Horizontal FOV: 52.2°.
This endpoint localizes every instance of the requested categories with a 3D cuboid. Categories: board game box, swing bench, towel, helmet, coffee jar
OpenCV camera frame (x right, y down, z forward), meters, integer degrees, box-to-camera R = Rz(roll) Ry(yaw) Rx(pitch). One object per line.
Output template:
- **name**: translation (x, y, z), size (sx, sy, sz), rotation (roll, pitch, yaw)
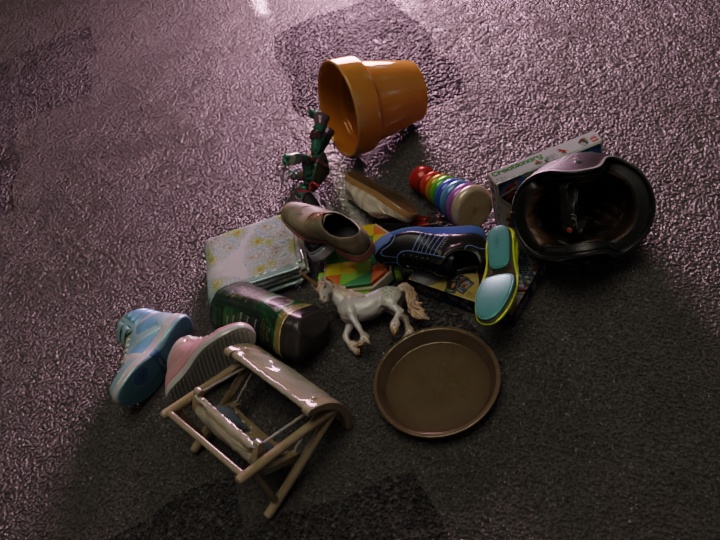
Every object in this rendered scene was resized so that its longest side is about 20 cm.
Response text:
- **board game box**: translation (0.200, 0.006, 1.259), size (0.200, 0.035, 0.136), rotation (20, 59, 31)
- **board game box**: translation (0.327, -0.153, 1.292), size (0.199, 0.126, 0.035), rotation (-22, 47, -1)
- **swing bench**: translation (-0.154, 0.224, 1.124), size (0.199, 0.130, 0.200), rotation (27, 62, 35)
- **towel**: translation (-0.200, -0.021, 1.409), size (0.199, 0.048, 0.172), rotation (-18, 44, 3)
- **helmet**: translation (0.363, -0.100, 1.192), size (0.190, 0.201, 0.200), rotation (-12, 38, -37)
- **coffee jar**: translation (-0.154, 0.086, 1.262), size (0.199, 0.086, 0.104), rotation (17, 22, 30)

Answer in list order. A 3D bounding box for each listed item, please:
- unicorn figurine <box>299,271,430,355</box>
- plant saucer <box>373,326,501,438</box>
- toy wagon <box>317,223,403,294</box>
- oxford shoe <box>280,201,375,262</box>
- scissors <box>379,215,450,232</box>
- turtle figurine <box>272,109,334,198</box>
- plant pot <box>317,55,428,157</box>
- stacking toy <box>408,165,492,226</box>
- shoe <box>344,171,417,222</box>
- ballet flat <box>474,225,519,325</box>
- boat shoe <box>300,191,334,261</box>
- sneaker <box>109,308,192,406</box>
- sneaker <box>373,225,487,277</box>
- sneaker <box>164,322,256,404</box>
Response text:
- **unicorn figurine**: translation (0.004, 0.066, 1.236), size (0.199, 0.074, 0.138), rotation (-8, 61, -14)
- **plant saucer**: translation (0.119, 0.175, 1.144), size (0.199, 0.030, 0.201), rotation (-10, 48, 11)
- **toy wagon**: translation (0.000, 0.000, 1.327), size (0.155, 0.040, 0.200), rotation (-7, 48, 13)
- **oxford shoe**: translation (-0.063, -0.086, 1.279), size (0.200, 0.075, 0.071), rotation (23, 66, 28)
- **scissors**: translation (0.133, -0.086, 1.378), size (0.199, 0.014, 0.073), rotation (7, 51, 22)
- **turtle figurine**: translation (-0.110, -0.218, 1.505), size (0.100, 0.150, 0.201), rotation (21, 74, -5)
- **plant pot**: translation (0.033, -0.358, 1.537), size (0.183, 0.201, 0.200), rotation (-19, 45, -19)
- **stacking toy**: translation (0.154, -0.144, 1.372), size (0.085, 0.086, 0.200), rotation (-35, 36, -13)
- **shoe**: translation (0.035, -0.131, 1.415), size (0.070, 0.054, 0.200), rotation (2, 26, -41)
- **ballet flat**: translation (0.227, 0.017, 1.170), size (0.067, 0.067, 0.200), rotation (-12, 45, 30)
- **boat shoe**: translation (-0.085, -0.090, 1.378), size (0.072, 0.068, 0.200), rotation (-34, 29, 17)
- **sneaker**: translation (-0.403, 0.148, 1.310), size (0.130, 0.080, 0.200), rotation (13, 46, 25)
- **sneaker**: translation (0.116, -0.027, 1.244), size (0.199, 0.070, 0.078), rotation (-7, 44, 12)
- **sneaker**: translation (-0.261, 0.131, 1.246), size (0.200, 0.075, 0.105), rotation (-42, 38, 18)
